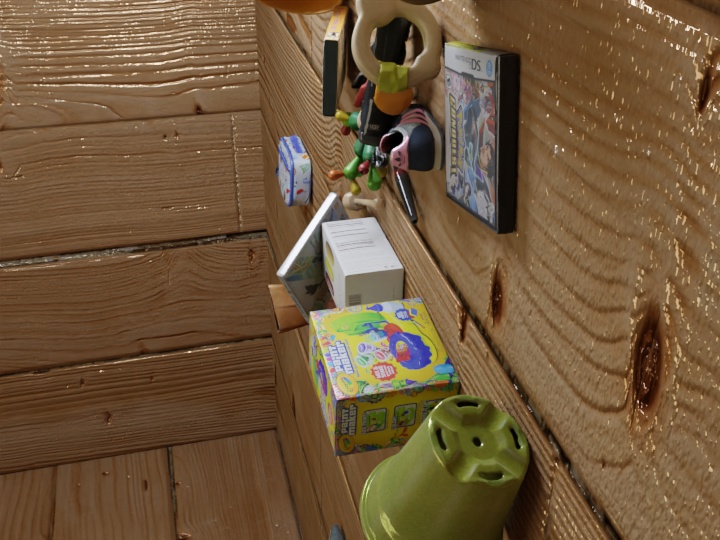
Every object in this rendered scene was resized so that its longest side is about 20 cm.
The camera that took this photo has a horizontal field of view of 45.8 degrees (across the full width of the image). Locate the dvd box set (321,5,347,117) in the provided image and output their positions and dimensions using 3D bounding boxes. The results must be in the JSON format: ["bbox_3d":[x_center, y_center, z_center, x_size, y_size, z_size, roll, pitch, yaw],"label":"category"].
[{"bbox_3d":[-0.048,-0.398,1.612,0.201,0.029,0.148,-83,-4,-55],"label":"dvd box set"}]

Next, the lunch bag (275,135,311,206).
[{"bbox_3d":[-0.184,-0.278,2.341,0.201,0.074,0.163,-118,26,-56],"label":"lunch bag"}]

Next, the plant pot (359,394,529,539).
[{"bbox_3d":[0.117,0.262,1.058,0.186,0.197,0.202,111,151,-42],"label":"plant pot"}]

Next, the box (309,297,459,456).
[{"bbox_3d":[0.030,0.162,1.331,0.201,0.189,0.124,-113,21,-50],"label":"box"}]

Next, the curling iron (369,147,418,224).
[{"bbox_3d":[0.061,-0.143,1.395,0.050,0.025,0.201,-47,42,24],"label":"curling iron"}]

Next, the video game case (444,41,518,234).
[{"bbox_3d":[0.142,-0.166,1.032,0.181,0.025,0.204,-128,33,-67],"label":"video game case"}]

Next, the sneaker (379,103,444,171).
[{"bbox_3d":[0.063,-0.197,1.238,0.200,0.080,0.071,-114,21,-66],"label":"sneaker"}]

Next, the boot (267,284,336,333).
[{"bbox_3d":[-0.103,0.029,1.838,0.068,0.196,0.192,162,101,-77],"label":"boot"}]

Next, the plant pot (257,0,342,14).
[{"bbox_3d":[-0.117,-0.624,1.639,0.200,0.197,0.187,150,129,-76],"label":"plant pot"}]

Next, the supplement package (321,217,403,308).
[{"bbox_3d":[0.000,0.000,1.567,0.201,0.108,0.115,-116,23,-57],"label":"supplement package"}]

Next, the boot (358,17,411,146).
[{"bbox_3d":[0.039,-0.315,1.314,0.166,0.064,0.203,-86,2,-60],"label":"boot"}]

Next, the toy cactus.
[{"bbox_3d":[0.000,-0.239,1.517,0.166,0.100,0.202,108,162,-44],"label":"toy cactus"}]

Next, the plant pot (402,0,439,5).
[{"bbox_3d":[0.069,-0.380,0.957,0.200,0.183,0.190,77,-175,-86],"label":"plant pot"}]

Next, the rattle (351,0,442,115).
[{"bbox_3d":[0.041,-0.340,1.192,0.203,0.129,0.143,68,-167,6],"label":"rattle"}]

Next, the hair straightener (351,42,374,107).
[{"bbox_3d":[0.011,-0.356,1.477,0.200,0.040,0.078,115,147,-77],"label":"hair straightener"}]

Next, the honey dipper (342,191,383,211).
[{"bbox_3d":[0.008,-0.133,1.642,0.200,0.037,0.039,-164,67,-73],"label":"honey dipper"}]

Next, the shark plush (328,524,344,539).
[{"bbox_3d":[-0.061,0.788,2.373,0.084,0.090,0.200,-65,11,3],"label":"shark plush"}]

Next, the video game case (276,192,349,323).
[{"bbox_3d":[-0.075,-0.020,1.670,0.022,0.201,0.183,20,156,29],"label":"video game case"}]
